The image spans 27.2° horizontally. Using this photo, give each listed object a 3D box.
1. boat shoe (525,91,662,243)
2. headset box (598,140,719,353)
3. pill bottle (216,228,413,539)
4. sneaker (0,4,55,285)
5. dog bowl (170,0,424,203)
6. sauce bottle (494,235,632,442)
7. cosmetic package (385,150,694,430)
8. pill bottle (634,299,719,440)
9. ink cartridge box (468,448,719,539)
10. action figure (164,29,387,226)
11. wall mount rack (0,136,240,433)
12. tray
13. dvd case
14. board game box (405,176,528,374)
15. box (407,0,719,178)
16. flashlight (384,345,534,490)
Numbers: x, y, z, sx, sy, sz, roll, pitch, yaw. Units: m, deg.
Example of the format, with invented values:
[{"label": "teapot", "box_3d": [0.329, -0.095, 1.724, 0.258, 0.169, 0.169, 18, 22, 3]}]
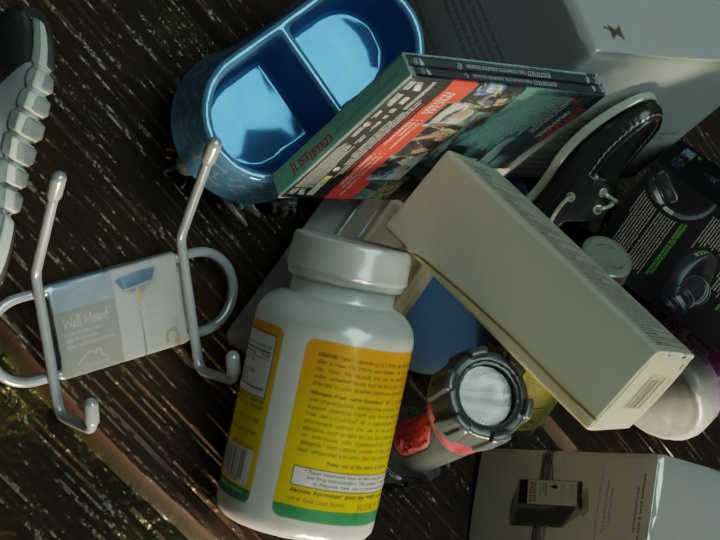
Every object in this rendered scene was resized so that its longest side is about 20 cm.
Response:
[{"label": "boat shoe", "box_3d": [0.158, -0.049, 1.117, 0.060, 0.200, 0.074, 54, 18, 24]}, {"label": "headset box", "box_3d": [0.294, -0.001, 1.157, 0.200, 0.093, 0.174, 37, 19, 10]}, {"label": "pill bottle", "box_3d": [-0.026, 0.077, 1.026, 0.113, 0.113, 0.201, 10, 94, -34]}, {"label": "sneaker", "box_3d": [-0.265, -0.087, 0.935, 0.115, 0.075, 0.201, 16, 74, -31]}, {"label": "dog bowl", "box_3d": [-0.038, -0.130, 1.041, 0.200, 0.050, 0.112, -38, 100, -17]}, {"label": "sauce bottle", "box_3d": [0.146, 0.052, 1.134, 0.065, 0.200, 0.065, 13, 45, -14]}, {"label": "cosmetic package", "box_3d": [0.122, 0.014, 1.013, 0.200, 0.073, 0.103, 45, 14, 23]}, {"label": "pill bottle", "box_3d": [0.304, 0.048, 1.300, 0.200, 0.112, 0.112, -40, 106, -33]}, {"label": "ink cartridge box", "box_3d": [0.203, 0.192, 1.150, 0.147, 0.200, 0.083, 18, 76, -32]}, {"label": "action figure", "box_3d": [-0.057, -0.109, 1.094, 0.200, 0.069, 0.130, -28, 106, -24]}, {"label": "wall mount rack", "box_3d": [-0.151, 0.006, 0.986, 0.200, 0.074, 0.174, -17, 107, -37]}, {"label": "tray", "box_3d": [0.000, 0.000, 1.100, 0.107, 0.022, 0.200, 38, 81, -19]}, {"label": "dvd case", "box_3d": [0.056, -0.093, 1.016, 0.200, 0.146, 0.022, -1, 61, -43]}, {"label": "board game box", "box_3d": [0.053, -0.017, 1.176, 0.158, 0.039, 0.200, 37, 70, -26]}, {"label": "box", "box_3d": [0.163, -0.198, 1.167, 0.200, 0.171, 0.199, -2, 63, -36]}, {"label": "flashlight", "box_3d": [0.051, 0.106, 1.051, 0.068, 0.200, 0.068, 17, 70, -16]}]
